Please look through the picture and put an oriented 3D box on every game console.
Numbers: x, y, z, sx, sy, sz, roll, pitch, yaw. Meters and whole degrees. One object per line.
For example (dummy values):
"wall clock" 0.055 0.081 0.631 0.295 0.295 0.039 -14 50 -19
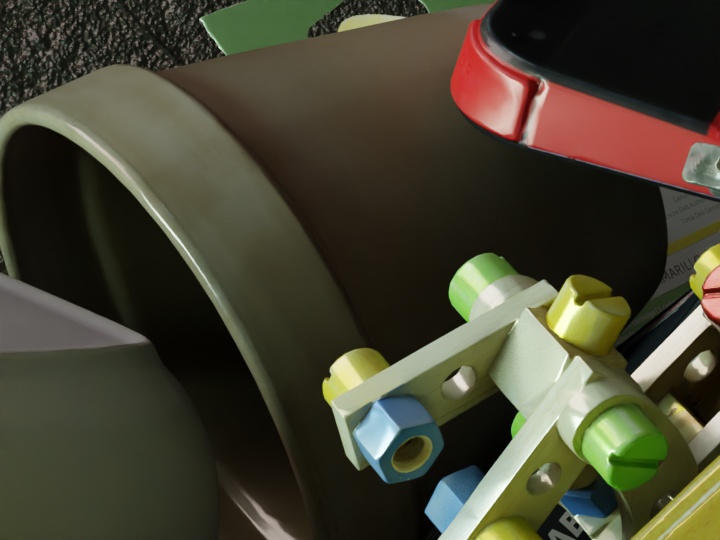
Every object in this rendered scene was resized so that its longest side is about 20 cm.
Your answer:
"game console" 0.136 -0.071 0.933 0.200 0.176 0.031 -50 -24 -55

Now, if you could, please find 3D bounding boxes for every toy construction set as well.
"toy construction set" 0.100 0.007 0.713 0.200 0.131 0.092 -35 50 16

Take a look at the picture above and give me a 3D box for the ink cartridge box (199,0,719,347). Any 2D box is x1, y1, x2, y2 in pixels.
"ink cartridge box" 0.051 -0.046 1.113 0.145 0.200 0.048 -24 -14 -38

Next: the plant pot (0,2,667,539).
"plant pot" 0.000 0.000 0.964 0.173 0.200 0.200 -29 -5 -23

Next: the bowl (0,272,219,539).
"bowl" -0.150 0.037 0.863 0.200 0.200 0.075 -1 -69 -62

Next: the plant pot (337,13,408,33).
"plant pot" 0.054 -0.008 1.321 0.200 0.200 0.142 145 149 -81

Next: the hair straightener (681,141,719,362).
"hair straightener" 0.125 -0.031 0.776 0.077 0.041 0.200 -7 -51 -47

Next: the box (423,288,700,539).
"box" 0.052 0.094 0.951 0.159 0.046 0.200 -47 2 -33

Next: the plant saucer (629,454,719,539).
"plant saucer" 0.060 0.102 0.614 0.200 0.048 0.200 -46 1 18
